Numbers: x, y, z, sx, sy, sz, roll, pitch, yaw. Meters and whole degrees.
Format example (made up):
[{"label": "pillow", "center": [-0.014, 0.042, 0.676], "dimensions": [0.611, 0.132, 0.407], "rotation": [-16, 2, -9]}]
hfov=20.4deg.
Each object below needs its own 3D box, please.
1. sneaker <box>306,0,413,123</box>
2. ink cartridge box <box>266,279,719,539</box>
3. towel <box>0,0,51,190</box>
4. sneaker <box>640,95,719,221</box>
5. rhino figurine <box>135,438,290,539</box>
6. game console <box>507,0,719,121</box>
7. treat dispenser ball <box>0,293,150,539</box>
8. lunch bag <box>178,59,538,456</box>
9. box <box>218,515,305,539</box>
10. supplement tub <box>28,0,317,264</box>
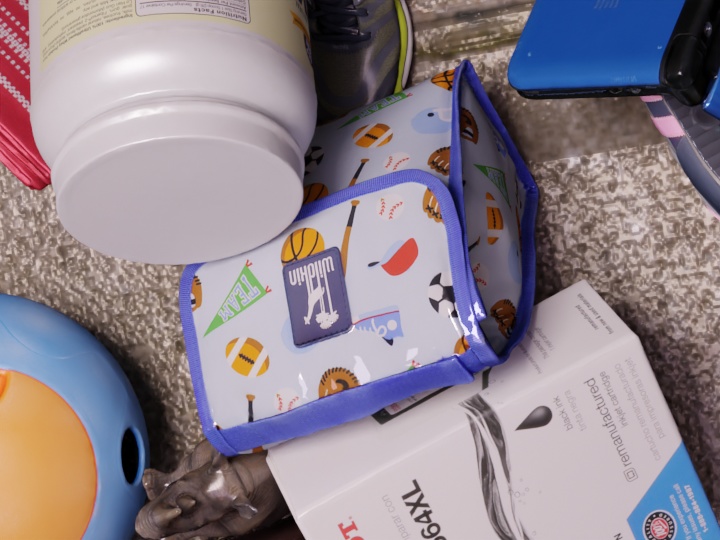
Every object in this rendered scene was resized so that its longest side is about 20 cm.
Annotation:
[{"label": "sneaker", "center": [-0.017, -0.175, 1.129], "dimensions": [0.074, 0.081, 0.201], "rotation": [-4, 94, 19]}, {"label": "ink cartridge box", "center": [0.071, 0.121, 1.067], "dimensions": [0.199, 0.084, 0.146], "rotation": [-29, 116, -3]}, {"label": "towel", "center": [-0.162, -0.151, 1.119], "dimensions": [0.145, 0.200, 0.022], "rotation": [44, 149, -1]}, {"label": "sneaker", "center": [0.173, -0.105, 1.081], "dimensions": [0.070, 0.082, 0.201], "rotation": [-20, 65, -4]}, {"label": "rhino figurine", "center": [-0.076, 0.121, 1.121], "dimensions": [0.087, 0.200, 0.060], "rotation": [-23, 85, 11]}, {"label": "game console", "center": [0.199, -0.146, 1.041], "dimensions": [0.170, 0.118, 0.201], "rotation": [2, 59, 44]}, {"label": "treat dispenser ball", "center": [-0.224, 0.113, 1.167], "dimensions": [0.200, 0.201, 0.202], "rotation": [2, 96, 19]}, {"label": "lunch bag", "center": [0.000, 0.000, 1.068], "dimensions": [0.169, 0.200, 0.124], "rotation": [-20, 126, 22]}, {"label": "box", "center": [-0.067, 0.194, 1.120], "dimensions": [0.100, 0.200, 0.075], "rotation": [-20, 89, 19]}, {"label": "supplement tub", "center": [-0.097, -0.119, 1.024], "dimensions": [0.144, 0.145, 0.201], "rotation": [-17, 60, 20]}]
